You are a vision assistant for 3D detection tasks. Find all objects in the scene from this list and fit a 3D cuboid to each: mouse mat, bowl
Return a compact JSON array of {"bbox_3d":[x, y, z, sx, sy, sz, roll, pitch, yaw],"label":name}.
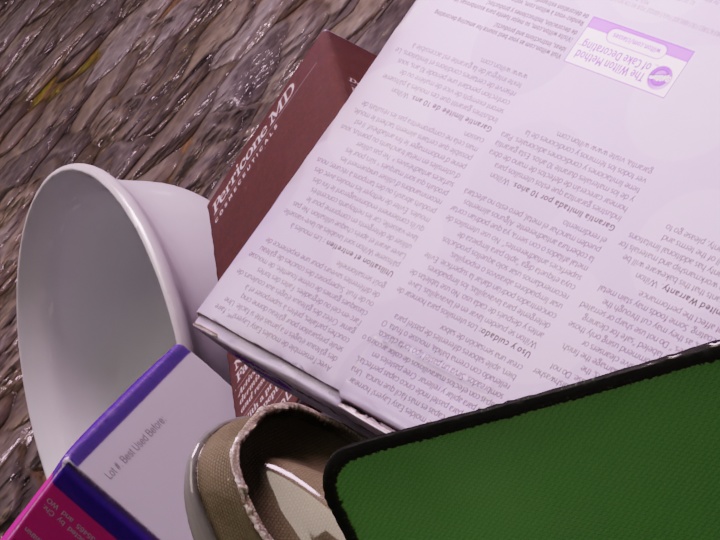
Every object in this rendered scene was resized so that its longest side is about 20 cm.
[{"bbox_3d":[0.097,0.092,0.558,0.200,0.161,0.008,-18,14,37],"label":"mouse mat"},{"bbox_3d":[-0.077,0.047,1.045,0.090,0.202,0.201,-10,4,-27],"label":"bowl"}]

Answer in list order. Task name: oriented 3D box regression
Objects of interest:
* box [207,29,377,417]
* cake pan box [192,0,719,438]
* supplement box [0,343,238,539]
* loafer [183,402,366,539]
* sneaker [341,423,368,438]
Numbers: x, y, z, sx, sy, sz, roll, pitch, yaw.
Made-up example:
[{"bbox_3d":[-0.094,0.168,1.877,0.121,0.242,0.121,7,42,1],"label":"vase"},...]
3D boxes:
[{"bbox_3d":[0.000,0.000,0.903,0.100,0.075,0.200,-55,22,22],"label":"box"},{"bbox_3d":[0.067,-0.019,0.689,0.200,0.052,0.184,25,75,42],"label":"cake pan box"},{"bbox_3d":[-0.103,0.143,0.889,0.200,0.103,0.101,-49,-1,31],"label":"supplement box"},{"bbox_3d":[0.038,0.098,0.652,0.075,0.200,0.070,-37,-20,-49],"label":"loafer"},{"bbox_3d":[0.035,0.102,0.738,0.200,0.076,0.077,14,78,40],"label":"sneaker"}]
